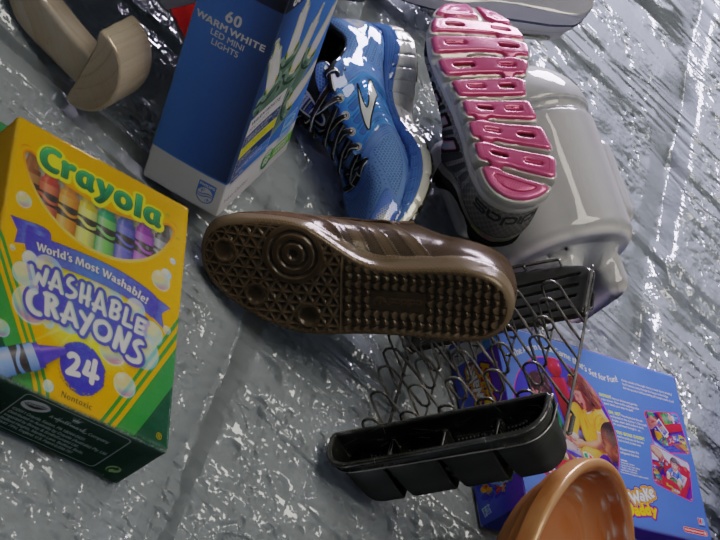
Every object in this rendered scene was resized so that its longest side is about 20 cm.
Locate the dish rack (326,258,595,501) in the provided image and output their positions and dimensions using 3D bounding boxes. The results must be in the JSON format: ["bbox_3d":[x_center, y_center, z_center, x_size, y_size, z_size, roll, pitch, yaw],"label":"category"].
[{"bbox_3d":[0.073,0.059,1.283,0.055,0.152,0.201,59,32,-33],"label":"dish rack"}]

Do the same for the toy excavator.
[{"bbox_3d":[-0.207,-0.216,1.214,0.193,0.202,0.100,21,33,22],"label":"toy excavator"}]

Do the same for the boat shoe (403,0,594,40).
[{"bbox_3d":[0.079,-0.217,1.547,0.198,0.066,0.073,5,62,-21],"label":"boat shoe"}]

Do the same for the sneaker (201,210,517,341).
[{"bbox_3d":[0.000,0.000,1.266,0.198,0.071,0.076,13,22,2],"label":"sneaker"}]

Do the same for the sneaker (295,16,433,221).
[{"bbox_3d":[-0.008,-0.093,1.370,0.088,0.079,0.201,16,47,-27],"label":"sneaker"}]

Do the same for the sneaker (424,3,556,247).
[{"bbox_3d":[0.079,-0.096,1.368,0.073,0.088,0.201,0,49,-17],"label":"sneaker"}]

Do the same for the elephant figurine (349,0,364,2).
[{"bbox_3d":[-0.025,-0.248,1.406,0.141,0.154,0.202,39,36,-61],"label":"elephant figurine"}]

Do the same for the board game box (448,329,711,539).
[{"bbox_3d":[0.156,0.124,1.410,0.199,0.045,0.136,18,53,-40],"label":"board game box"}]

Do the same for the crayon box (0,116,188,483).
[{"bbox_3d":[-0.164,0.003,1.137,0.125,0.051,0.201,28,46,-33],"label":"crayon box"}]

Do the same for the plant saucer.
[{"bbox_3d":[0.117,0.213,1.244,0.200,0.037,0.202,-27,121,-58],"label":"plant saucer"}]

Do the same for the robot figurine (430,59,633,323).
[{"bbox_3d":[0.125,-0.062,1.449,0.168,0.113,0.202,-1,65,-39],"label":"robot figurine"}]

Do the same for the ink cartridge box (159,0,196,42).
[{"bbox_3d":[-0.107,-0.251,1.284,0.176,0.044,0.202,59,26,-56],"label":"ink cartridge box"}]

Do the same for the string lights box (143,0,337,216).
[{"bbox_3d":[-0.063,-0.144,1.227,0.059,0.201,0.103,29,38,9],"label":"string lights box"}]
